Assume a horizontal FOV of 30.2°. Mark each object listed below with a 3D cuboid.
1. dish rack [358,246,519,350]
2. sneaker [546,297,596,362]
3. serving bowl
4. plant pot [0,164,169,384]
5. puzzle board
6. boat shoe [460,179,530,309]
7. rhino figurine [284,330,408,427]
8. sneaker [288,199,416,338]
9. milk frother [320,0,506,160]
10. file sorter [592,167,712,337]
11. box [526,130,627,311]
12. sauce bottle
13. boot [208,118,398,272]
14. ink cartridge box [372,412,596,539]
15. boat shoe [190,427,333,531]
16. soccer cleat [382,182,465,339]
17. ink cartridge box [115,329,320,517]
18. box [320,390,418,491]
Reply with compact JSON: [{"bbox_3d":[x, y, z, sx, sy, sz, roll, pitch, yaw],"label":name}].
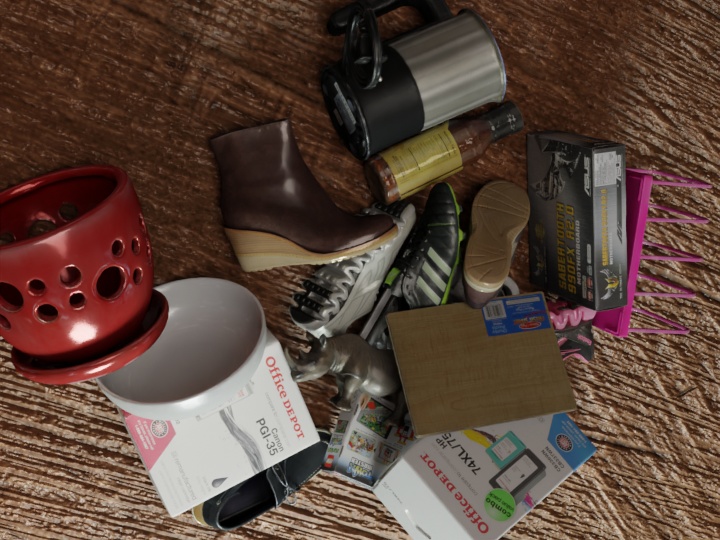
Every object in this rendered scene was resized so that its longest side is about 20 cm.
[{"bbox_3d":[0.087,0.066,1.661,0.172,0.044,0.200,30,90,-25],"label":"dish rack"},{"bbox_3d":[0.203,0.098,1.643,0.200,0.079,0.095,-13,106,-12],"label":"sneaker"},{"bbox_3d":[-0.196,0.097,1.487,0.200,0.200,0.066,-26,132,-14],"label":"serving bowl"},{"bbox_3d":[-0.313,0.008,1.415,0.200,0.200,0.183,-23,118,-15],"label":"plant pot"},{"bbox_3d":[0.140,0.108,1.557,0.200,0.017,0.151,-8,69,-16],"label":"puzzle board"},{"bbox_3d":[0.157,-0.034,1.613,0.072,0.200,0.065,20,133,-2],"label":"boat shoe"},{"bbox_3d":[-0.008,0.121,1.576,0.200,0.060,0.088,22,87,-30],"label":"rhino figurine"},{"bbox_3d":[0.000,0.000,1.605,0.200,0.075,0.081,-50,133,-6],"label":"sneaker"},{"bbox_3d":[0.064,-0.237,1.499,0.188,0.200,0.181,-25,106,-14],"label":"milk frother"},{"bbox_3d":[0.354,-0.028,1.692,0.125,0.139,0.200,2,101,-25],"label":"file sorter"},{"bbox_3d":[0.264,-0.065,1.636,0.048,0.158,0.200,-9,106,-22],"label":"box"},{"bbox_3d":[0.103,-0.146,1.608,0.200,0.066,0.066,-26,110,-16],"label":"sauce bottle"},{"bbox_3d":[-0.066,-0.092,1.526,0.200,0.072,0.167,-9,102,5],"label":"boot"},{"bbox_3d":[0.145,0.239,1.592,0.200,0.146,0.147,-36,79,-26],"label":"ink cartridge box"},{"bbox_3d":[-0.108,0.255,1.610,0.200,0.062,0.075,-25,115,-25],"label":"boat shoe"},{"bbox_3d":[0.073,-0.006,1.581,0.081,0.068,0.200,3,104,-19],"label":"soccer cleat"},{"bbox_3d":[-0.168,0.172,1.564,0.200,0.083,0.147,-26,110,-14],"label":"ink cartridge box"},{"bbox_3d":[0.055,0.233,1.670,0.200,0.035,0.110,28,74,-27],"label":"box"}]
